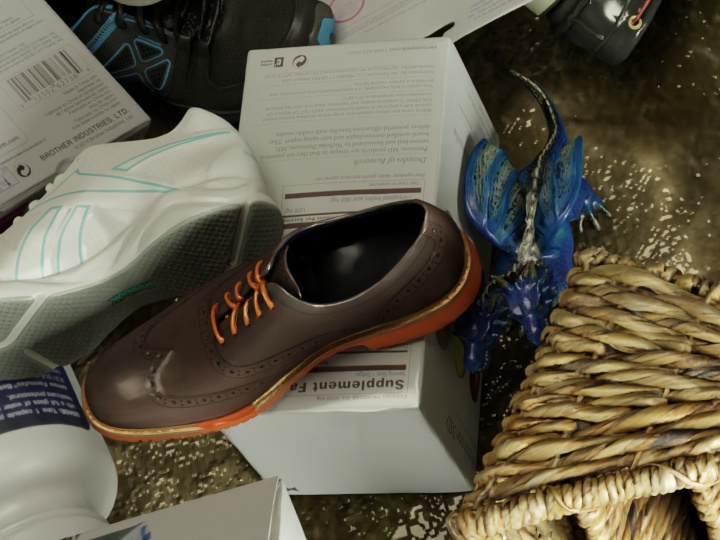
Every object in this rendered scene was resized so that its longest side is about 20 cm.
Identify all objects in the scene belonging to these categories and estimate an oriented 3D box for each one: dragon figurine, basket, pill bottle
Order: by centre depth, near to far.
[{"bbox_3d":[0.145,0.108,1.159,0.142,0.200,0.149,17,67,23],"label":"basket"},{"bbox_3d":[0.086,-0.032,1.309,0.059,0.100,0.201,-1,63,17],"label":"dragon figurine"},{"bbox_3d":[-0.189,0.088,1.329,0.111,0.111,0.200,-29,58,1],"label":"pill bottle"}]

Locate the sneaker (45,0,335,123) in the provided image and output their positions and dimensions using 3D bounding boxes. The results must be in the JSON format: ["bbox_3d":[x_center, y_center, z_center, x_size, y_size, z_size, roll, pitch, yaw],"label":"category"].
[{"bbox_3d":[-0.106,-0.128,1.410,0.199,0.082,0.074,1,65,35],"label":"sneaker"}]

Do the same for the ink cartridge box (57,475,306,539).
[{"bbox_3d":[-0.107,0.199,1.217,0.199,0.147,0.086,-17,21,7],"label":"ink cartridge box"}]

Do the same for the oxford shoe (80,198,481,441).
[{"bbox_3d":[-0.046,0.016,1.212,0.199,0.073,0.071,-26,61,6],"label":"oxford shoe"}]

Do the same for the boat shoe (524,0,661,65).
[{"bbox_3d":[0.163,-0.193,1.394,0.063,0.074,0.202,38,65,-6],"label":"boat shoe"}]

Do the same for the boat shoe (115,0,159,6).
[{"bbox_3d":[-0.174,-0.209,1.345,0.200,0.060,0.072,34,72,-5],"label":"boat shoe"}]

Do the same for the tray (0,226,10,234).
[{"bbox_3d":[-0.218,-0.062,1.340,0.199,0.037,0.099,22,49,-13],"label":"tray"}]

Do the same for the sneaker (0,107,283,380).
[{"bbox_3d":[-0.135,-0.010,1.273,0.199,0.071,0.080,-23,54,6],"label":"sneaker"}]

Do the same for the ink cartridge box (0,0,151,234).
[{"bbox_3d":[-0.214,-0.114,1.329,0.119,0.042,0.200,-34,79,-39],"label":"ink cartridge box"}]

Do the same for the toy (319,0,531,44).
[{"bbox_3d":[0.030,-0.177,1.427,0.115,0.047,0.201,-27,49,13],"label":"toy"}]

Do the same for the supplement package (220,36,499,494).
[{"bbox_3d":[0.000,0.000,1.313,0.109,0.114,0.201,-3,65,17],"label":"supplement package"}]
